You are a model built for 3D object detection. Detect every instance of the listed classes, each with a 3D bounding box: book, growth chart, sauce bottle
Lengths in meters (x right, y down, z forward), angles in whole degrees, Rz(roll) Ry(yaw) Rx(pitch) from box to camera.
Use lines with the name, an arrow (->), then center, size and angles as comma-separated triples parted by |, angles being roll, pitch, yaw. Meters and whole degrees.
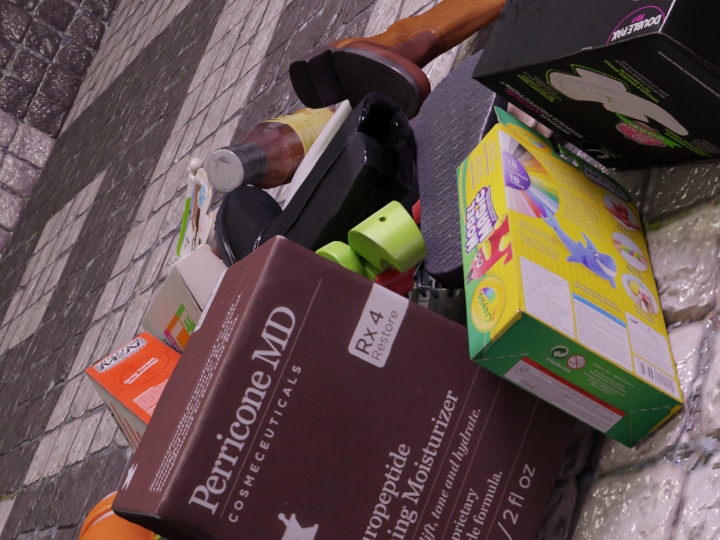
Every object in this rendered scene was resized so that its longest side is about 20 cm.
book -> -0.102, 0.064, 1.017 | 0.048, 0.134, 0.200 | -35, -3, -20
growth chart -> -0.144, -0.013, 1.185 | 0.200, 0.018, 0.145 | -105, 24, -60
sauce bottle -> -0.077, -0.113, 1.305 | 0.066, 0.066, 0.200 | -49, -10, 26

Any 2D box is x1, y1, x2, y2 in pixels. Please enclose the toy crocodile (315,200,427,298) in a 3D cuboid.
toy crocodile -> 0.003, 0.024, 0.919 | 0.067, 0.062, 0.200 | -29, -27, -32

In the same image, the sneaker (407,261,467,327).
sneaker -> 0.043, 0.013, 0.980 | 0.200, 0.081, 0.074 | -26, 40, 55

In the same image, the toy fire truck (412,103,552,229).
toy fire truck -> 0.118, -0.121, 1.026 | 0.200, 0.049, 0.141 | -45, 27, 33

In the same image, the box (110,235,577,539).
box -> -0.012, 0.106, 0.801 | 0.167, 0.199, 0.164 | -67, 13, -15

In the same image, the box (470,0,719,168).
box -> 0.186, -0.155, 0.814 | 0.200, 0.124, 0.149 | 1, 63, 65

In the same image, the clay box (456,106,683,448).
clay box -> 0.114, -0.004, 0.796 | 0.048, 0.115, 0.200 | -48, 24, 31

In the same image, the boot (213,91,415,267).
boot -> -0.037, -0.058, 1.029 | 0.200, 0.065, 0.165 | -55, 37, 38

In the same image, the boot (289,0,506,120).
boot -> 0.065, -0.182, 1.130 | 0.199, 0.069, 0.188 | -27, 14, -21

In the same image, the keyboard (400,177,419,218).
keyboard -> 0.000, 0.000, 1.104 | 0.200, 0.021, 0.127 | -52, -14, 20

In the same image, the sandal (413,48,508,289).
sandal -> 0.074, -0.068, 0.954 | 0.076, 0.043, 0.201 | -23, 46, 36

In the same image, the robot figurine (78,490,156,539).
robot figurine -> -0.180, 0.259, 1.127 | 0.116, 0.144, 0.200 | -14, 35, 7

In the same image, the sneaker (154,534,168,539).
sneaker -> -0.066, 0.207, 1.007 | 0.200, 0.076, 0.076 | 14, 62, 49

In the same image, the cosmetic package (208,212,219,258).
cosmetic package -> -0.111, 0.044, 1.264 | 0.087, 0.103, 0.201 | -29, 39, 54

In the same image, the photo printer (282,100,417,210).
photo printer -> -0.008, -0.083, 1.203 | 0.167, 0.069, 0.200 | -52, 14, 27

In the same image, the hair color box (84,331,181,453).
hair color box -> -0.123, 0.121, 1.001 | 0.061, 0.102, 0.200 | -35, 27, -19
